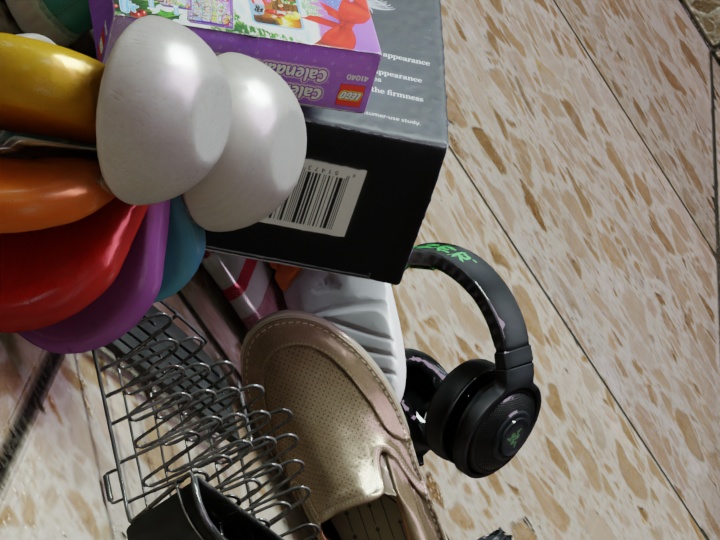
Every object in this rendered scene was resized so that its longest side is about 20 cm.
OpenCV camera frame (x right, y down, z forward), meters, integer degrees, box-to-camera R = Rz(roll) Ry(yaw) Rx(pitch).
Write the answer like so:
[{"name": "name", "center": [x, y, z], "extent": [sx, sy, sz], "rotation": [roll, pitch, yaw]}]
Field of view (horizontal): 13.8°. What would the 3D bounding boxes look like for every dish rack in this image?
[{"name": "dish rack", "center": [-0.073, 0.086, 1.455], "extent": [0.153, 0.055, 0.200], "rotation": [43, 23, -47]}]

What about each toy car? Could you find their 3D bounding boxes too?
[{"name": "toy car", "center": [-0.132, -0.038, 1.354], "extent": [0.200, 0.175, 0.150], "rotation": [18, 79, -67]}]

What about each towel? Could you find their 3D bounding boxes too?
[{"name": "towel", "center": [-0.091, -0.051, 1.690], "extent": [0.200, 0.023, 0.144], "rotation": [54, 20, -16]}]

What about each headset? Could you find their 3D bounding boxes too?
[{"name": "headset", "center": [0.056, 0.082, 1.740], "extent": [0.094, 0.123, 0.200], "rotation": [-13, 104, -47]}]

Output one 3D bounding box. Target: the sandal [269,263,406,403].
[{"name": "sandal", "center": [-0.007, 0.003, 1.685], "extent": [0.059, 0.079, 0.207], "rotation": [33, 42, -54]}]

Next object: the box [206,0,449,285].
[{"name": "box", "center": [-0.037, -0.105, 1.612], "extent": [0.148, 0.104, 0.200], "rotation": [11, 41, -10]}]

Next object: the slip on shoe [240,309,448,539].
[{"name": "slip on shoe", "center": [-0.005, 0.114, 1.583], "extent": [0.061, 0.076, 0.200], "rotation": [-42, 110, -80]}]

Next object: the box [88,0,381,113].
[{"name": "box", "center": [-0.072, -0.158, 1.527], "extent": [0.137, 0.039, 0.200], "rotation": [7, 35, -15]}]

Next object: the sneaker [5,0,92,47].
[{"name": "sneaker", "center": [-0.138, -0.182, 1.655], "extent": [0.071, 0.080, 0.200], "rotation": [55, 17, -18]}]
